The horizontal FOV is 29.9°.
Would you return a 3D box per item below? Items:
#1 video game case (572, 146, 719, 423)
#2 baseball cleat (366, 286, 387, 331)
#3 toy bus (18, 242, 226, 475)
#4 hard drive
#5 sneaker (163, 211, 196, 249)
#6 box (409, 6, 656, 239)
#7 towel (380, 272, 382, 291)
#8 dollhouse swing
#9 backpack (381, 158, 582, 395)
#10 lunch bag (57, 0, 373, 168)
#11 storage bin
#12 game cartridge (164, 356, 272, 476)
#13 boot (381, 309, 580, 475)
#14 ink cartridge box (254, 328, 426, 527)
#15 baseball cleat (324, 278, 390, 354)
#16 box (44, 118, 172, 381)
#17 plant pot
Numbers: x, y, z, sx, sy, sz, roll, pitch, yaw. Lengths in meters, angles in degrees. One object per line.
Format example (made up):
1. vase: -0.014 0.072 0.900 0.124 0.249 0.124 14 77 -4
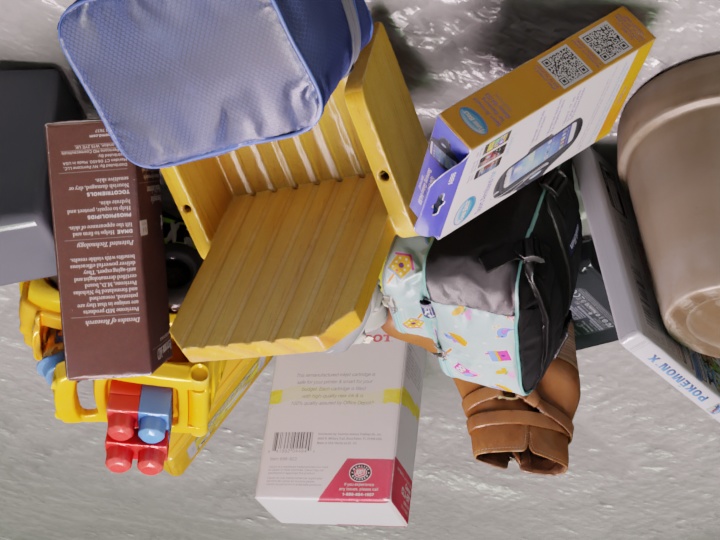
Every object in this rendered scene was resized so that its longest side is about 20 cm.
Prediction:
1. video game case: 0.244 0.016 1.089 0.022 0.201 0.182 -33 132 27
2. baseball cleat: 0.000 0.000 1.170 0.070 0.107 0.200 -27 -178 -7
3. toy bus: -0.215 0.082 1.191 0.199 0.193 0.136 8 145 -2
4. hard drive: 0.167 0.039 1.304 0.199 0.033 0.139 -17 141 33
5. sneaker: -0.156 -0.027 1.257 0.199 0.072 0.083 27 139 -27
6. box: 0.112 -0.099 0.960 0.200 0.042 0.119 -30 159 -23
7. towel: -0.040 0.004 1.330 0.199 0.018 0.086 -8 151 25
8. dollhouse swing: -0.074 -0.058 1.003 0.199 0.176 0.182 -6 119 32
9. backpack: 0.107 0.002 1.123 0.153 0.176 0.200 5 147 23
10. lunch bag: -0.100 -0.166 0.935 0.199 0.132 0.136 -8 121 29
11. storage bin: -0.305 -0.081 1.096 0.134 0.201 0.146 -7 147 6
12. game cartridge: -0.143 0.127 1.366 0.032 0.177 0.200 37 166 1
13. boot: 0.106 0.105 1.241 0.199 0.156 0.077 14 148 -10
14. ink cartridge box: -0.016 0.155 1.395 0.144 0.201 0.083 -2 151 18
15. baseball cleat: -0.057 0.027 1.075 0.106 0.070 0.200 17 164 -19
16. box: -0.198 -0.020 1.074 0.075 0.201 0.100 -2 -174 2
17. plant pot: 0.289 -0.034 1.016 0.199 0.174 0.200 7 151 4
